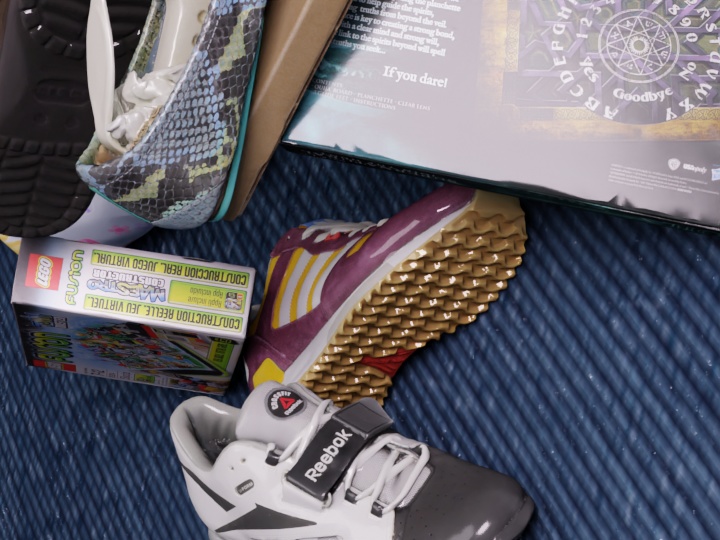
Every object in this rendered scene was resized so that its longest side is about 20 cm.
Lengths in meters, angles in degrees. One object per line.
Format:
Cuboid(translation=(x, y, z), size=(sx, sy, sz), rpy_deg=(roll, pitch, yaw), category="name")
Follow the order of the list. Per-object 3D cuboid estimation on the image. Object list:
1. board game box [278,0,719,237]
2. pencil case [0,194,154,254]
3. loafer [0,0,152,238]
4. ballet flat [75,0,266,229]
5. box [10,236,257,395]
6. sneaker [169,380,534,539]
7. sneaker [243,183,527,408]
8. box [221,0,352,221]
Cuboid(translation=(0.080, -0.093, 0.914), size=(0.028, 0.200, 0.135), rpy_deg=(42, -120, -82), category="board game box")
Cuboid(translation=(-0.134, -0.065, 1.323), size=(0.200, 0.091, 0.083), rpy_deg=(-29, 57, 50), category="pencil case")
Cuboid(translation=(-0.123, -0.110, 0.975), size=(0.200, 0.073, 0.071), rpy_deg=(-61, 34, 27), category="loafer")
Cuboid(translation=(-0.062, -0.116, 0.875), size=(0.074, 0.074, 0.200), rpy_deg=(8, 86, 58), category="ballet flat")
Cuboid(translation=(-0.113, 0.025, 1.167), size=(0.200, 0.110, 0.035), rpy_deg=(118, 161, -78), category="box")
Cuboid(translation=(-0.015, 0.092, 1.053), size=(0.200, 0.089, 0.074), rpy_deg=(-1, 37, 44), category="sneaker")
Cuboid(translation=(0.000, 0.000, 1.105), size=(0.200, 0.075, 0.090), rpy_deg=(-46, 50, 40), category="sneaker")
Cuboid(translation=(-0.034, -0.145, 0.932), size=(0.200, 0.021, 0.164), rpy_deg=(-61, 32, 27), category="box")
